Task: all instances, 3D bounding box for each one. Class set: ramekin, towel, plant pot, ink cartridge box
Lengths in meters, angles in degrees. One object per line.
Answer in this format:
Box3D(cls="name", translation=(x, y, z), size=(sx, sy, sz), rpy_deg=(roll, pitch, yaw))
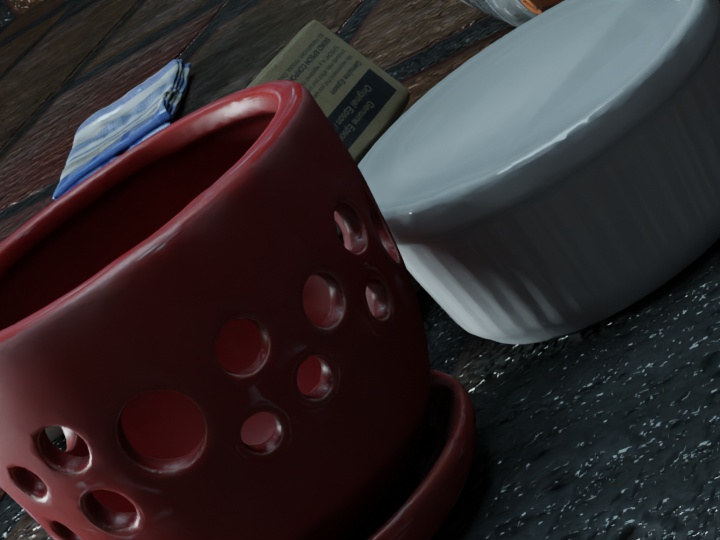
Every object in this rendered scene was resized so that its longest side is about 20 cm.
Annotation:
Box3D(cls="ramekin", translation=(0.099, -0.050, 0.913), size=(0.201, 0.095, 0.203), rpy_deg=(-32, 17, 11))
Box3D(cls="towel", translation=(-0.234, -0.141, 1.886), size=(0.146, 0.024, 0.200), rpy_deg=(-33, 18, 11))
Box3D(cls="plant pot", translation=(-0.059, 0.046, 0.808), size=(0.199, 0.183, 0.201), rpy_deg=(-32, 18, 12))
Box3D(cls="ink cartridge box", translation=(-0.072, -0.015, 1.056), size=(0.165, 0.075, 0.200), rpy_deg=(-54, 0, -44))

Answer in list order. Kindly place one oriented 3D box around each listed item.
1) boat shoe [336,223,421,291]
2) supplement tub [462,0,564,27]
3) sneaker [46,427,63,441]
Box3D(cls="boat shoe", translation=(0.000, 0.000, 1.005), size=(0.200, 0.062, 0.075), rpy_deg=(-52, -1, -43))
Box3D(cls="supplement tub", translation=(0.119, -0.221, 1.272), size=(0.122, 0.123, 0.200), rpy_deg=(-35, 18, 0))
Box3D(cls="sneaker", translation=(-0.161, 0.036, 1.221), size=(0.072, 0.072, 0.200), rpy_deg=(-2, 40, 46))
